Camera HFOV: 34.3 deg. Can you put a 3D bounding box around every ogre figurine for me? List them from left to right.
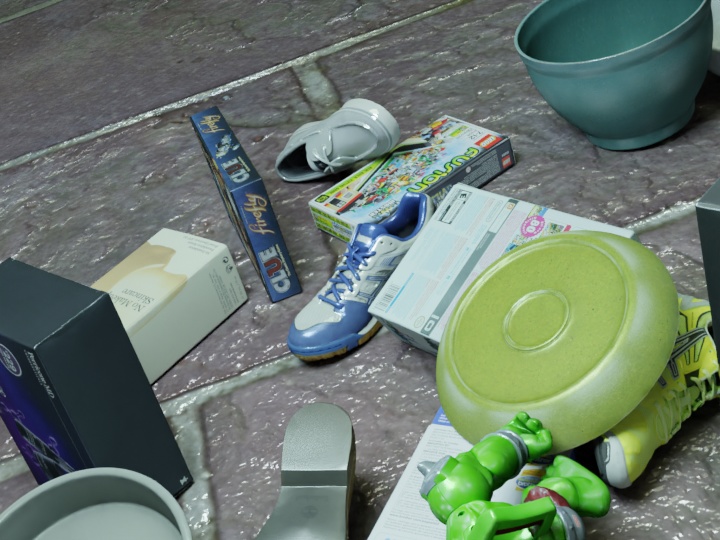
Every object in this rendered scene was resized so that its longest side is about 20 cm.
[{"bbox_3d":[0.108,0.171,0.725,0.120,0.098,0.200,4,60,-31],"label":"ogre figurine"}]

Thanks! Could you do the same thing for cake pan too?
[{"bbox_3d":[-0.206,0.239,0.845,0.200,0.037,0.201,-12,48,14],"label":"cake pan"}]

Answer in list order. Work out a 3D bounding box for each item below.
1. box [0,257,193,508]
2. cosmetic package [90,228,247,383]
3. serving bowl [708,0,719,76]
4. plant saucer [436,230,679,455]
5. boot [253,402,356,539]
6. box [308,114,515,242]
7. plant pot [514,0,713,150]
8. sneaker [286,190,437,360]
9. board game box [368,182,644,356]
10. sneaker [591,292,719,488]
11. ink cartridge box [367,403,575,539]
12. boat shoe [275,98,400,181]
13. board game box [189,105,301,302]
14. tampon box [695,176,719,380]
[{"bbox_3d":[-0.236,0.102,0.949,0.141,0.200,0.079,13,43,39],"label":"box"},{"bbox_3d":[-0.218,0.048,1.138,0.105,0.071,0.200,13,44,39],"label":"cosmetic package"},{"bbox_3d":[0.452,-0.253,1.258,0.200,0.066,0.200,-13,33,8],"label":"serving bowl"},{"bbox_3d":[0.137,0.044,0.874,0.200,0.031,0.200,-23,42,23],"label":"plant saucer"},{"bbox_3d":[-0.036,0.200,0.844,0.073,0.076,0.200,5,53,15],"label":"boot"},{"bbox_3d":[0.056,-0.094,1.246,0.200,0.035,0.110,-35,37,-23],"label":"box"},{"bbox_3d":[0.275,-0.211,1.214,0.200,0.134,0.200,-18,32,11],"label":"plant pot"},{"bbox_3d":[0.000,0.000,1.089,0.075,0.088,0.200,21,51,42],"label":"sneaker"},{"bbox_3d":[0.125,0.017,0.982,0.200,0.064,0.148,22,73,47],"label":"board game box"},{"bbox_3d":[0.227,0.081,0.871,0.076,0.076,0.200,4,40,33],"label":"sneaker"},{"bbox_3d":[0.080,0.176,0.836,0.119,0.042,0.200,4,42,29],"label":"ink cartridge box"},{"bbox_3d":[-0.033,-0.136,1.286,0.200,0.072,0.069,0,45,54],"label":"boat shoe"},{"bbox_3d":[-0.121,-0.072,1.209,0.035,0.136,0.200,-23,33,-7],"label":"board game box"},{"bbox_3d":[0.333,0.004,0.816,0.126,0.200,0.150,15,45,41],"label":"tampon box"}]
